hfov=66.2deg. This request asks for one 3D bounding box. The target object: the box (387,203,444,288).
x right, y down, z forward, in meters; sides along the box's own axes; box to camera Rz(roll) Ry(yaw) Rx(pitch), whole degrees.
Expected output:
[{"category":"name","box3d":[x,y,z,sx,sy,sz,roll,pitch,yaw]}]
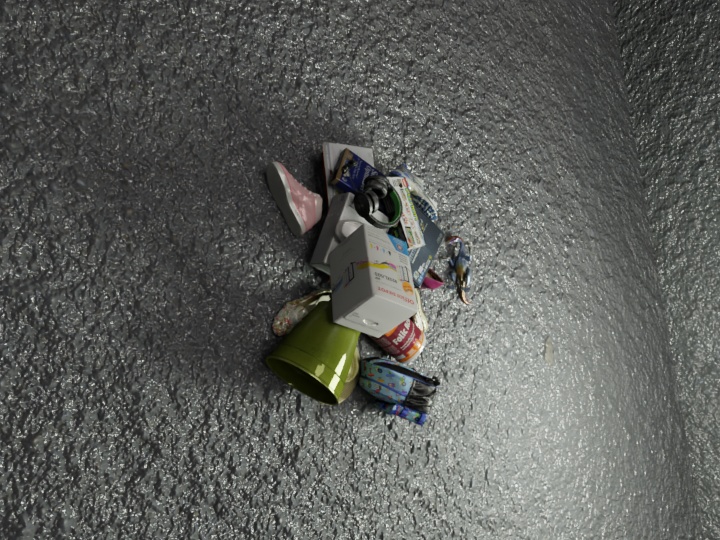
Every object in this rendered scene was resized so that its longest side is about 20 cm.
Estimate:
[{"category":"box","box3d":[0.146,-0.073,1.594,0.157,0.051,0.201,41,62,-23]}]

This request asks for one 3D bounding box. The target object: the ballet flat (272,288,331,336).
[{"category":"ballet flat","box3d":[-0.140,0.098,1.414,0.199,0.064,0.076,-36,102,-38]}]

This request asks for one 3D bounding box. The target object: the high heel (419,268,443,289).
[{"category":"high heel","box3d":[0.168,-0.021,1.670,0.201,0.095,0.067,55,53,-16]}]

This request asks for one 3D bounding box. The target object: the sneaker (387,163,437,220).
[{"category":"sneaker","box3d":[0.168,-0.234,1.625,0.200,0.077,0.086,47,52,-20]}]

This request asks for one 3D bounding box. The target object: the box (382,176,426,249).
[{"category":"box","box3d":[0.115,-0.156,1.513,0.110,0.034,0.203,-13,84,-57]}]

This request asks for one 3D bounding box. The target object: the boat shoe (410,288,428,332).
[{"category":"boat shoe","box3d":[0.137,0.103,1.634,0.074,0.074,0.204,-29,99,-33]}]

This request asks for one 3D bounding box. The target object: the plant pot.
[{"category":"plant pot","box3d":[-0.093,0.186,1.330,0.200,0.199,0.194,43,62,-23]}]

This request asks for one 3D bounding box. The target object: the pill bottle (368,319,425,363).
[{"category":"pill bottle","box3d":[0.082,0.160,1.547,0.200,0.114,0.115,43,57,-24]}]

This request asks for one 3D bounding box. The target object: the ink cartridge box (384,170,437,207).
[{"category":"ink cartridge box","box3d":[0.129,-0.184,1.685,0.199,0.083,0.147,31,62,-30]}]

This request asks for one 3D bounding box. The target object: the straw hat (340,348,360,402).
[{"category":"straw hat","box3d":[-0.049,0.248,1.439,0.199,0.085,0.204,10,74,-37]}]

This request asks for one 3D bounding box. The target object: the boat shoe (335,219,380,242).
[{"category":"boat shoe","box3d":[0.028,-0.082,1.402,0.198,0.069,0.072,18,80,-34]}]

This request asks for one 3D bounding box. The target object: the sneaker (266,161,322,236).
[{"category":"sneaker","box3d":[-0.167,-0.202,1.453,0.104,0.075,0.202,-34,109,-34]}]

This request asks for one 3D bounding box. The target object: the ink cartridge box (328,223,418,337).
[{"category":"ink cartridge box","box3d":[0.027,0.027,1.306,0.146,0.144,0.202,21,47,-35]}]

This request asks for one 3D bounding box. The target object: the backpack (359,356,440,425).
[{"category":"backpack","box3d":[0.085,0.312,1.479,0.198,0.182,0.136,23,82,-19]}]

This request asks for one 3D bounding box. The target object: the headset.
[{"category":"headset","box3d":[0.032,-0.197,1.395,0.199,0.094,0.124,40,58,-14]}]

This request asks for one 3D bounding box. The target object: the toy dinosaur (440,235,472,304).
[{"category":"toy dinosaur","box3d":[0.321,-0.018,1.834,0.201,0.103,0.183,74,21,-51]}]

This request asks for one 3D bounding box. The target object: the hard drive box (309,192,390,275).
[{"category":"hard drive box","box3d":[-0.025,-0.078,1.453,0.155,0.076,0.202,29,72,-32]}]

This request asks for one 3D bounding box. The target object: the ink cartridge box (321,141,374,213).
[{"category":"ink cartridge box","box3d":[-0.046,-0.246,1.557,0.174,0.083,0.203,1,79,-37]}]

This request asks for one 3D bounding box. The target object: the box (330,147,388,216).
[{"category":"box","box3d":[0.019,-0.233,1.509,0.199,0.032,0.122,33,51,-23]}]

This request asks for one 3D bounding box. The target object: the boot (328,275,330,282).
[{"category":"boot","box3d":[0.000,0.000,1.556,0.199,0.070,0.146,19,74,-31]}]
